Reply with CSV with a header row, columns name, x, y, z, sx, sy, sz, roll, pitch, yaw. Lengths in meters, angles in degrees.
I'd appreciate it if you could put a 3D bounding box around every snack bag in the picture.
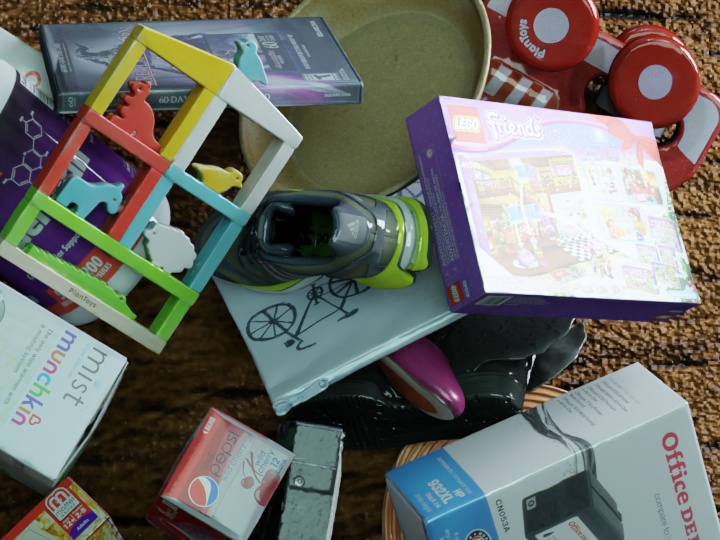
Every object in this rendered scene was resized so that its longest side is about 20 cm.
name,x,y,z,sx,sy,sz,roll,pitch,yaw
snack bag,0.000,0.000,1.619,0.188,0.200,0.021,-27,129,-2

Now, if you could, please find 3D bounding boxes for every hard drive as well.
name,x,y,z,sx,sy,sz,roll,pitch,yaw
hard drive,-0.049,0.202,1.591,0.038,0.140,0.201,9,83,-7

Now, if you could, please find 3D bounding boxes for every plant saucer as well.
name,x,y,z,sx,sy,sz,roll,pitch,yaw
plant saucer,0.009,-0.123,1.661,0.200,0.035,0.201,-16,56,25

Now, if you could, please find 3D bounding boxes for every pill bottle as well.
name,x,y,z,sx,sy,sz,roll,pitch,yaw
pill bottle,-0.227,-0.061,1.546,0.200,0.112,0.113,40,76,-24

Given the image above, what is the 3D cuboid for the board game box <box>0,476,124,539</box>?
name,x,y,z,sx,sy,sz,roll,pitch,yaw
board game box,-0.228,0.247,1.557,0.200,0.152,0.046,-43,61,-13

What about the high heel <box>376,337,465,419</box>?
name,x,y,z,sx,sy,sz,roll,pitch,yaw
high heel,0.039,0.024,1.629,0.096,0.068,0.200,-38,44,-6

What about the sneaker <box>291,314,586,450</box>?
name,x,y,z,sx,sy,sz,roll,pitch,yaw
sneaker,0.056,0.067,1.677,0.199,0.060,0.104,-3,44,16

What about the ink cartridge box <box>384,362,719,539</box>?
name,x,y,z,sx,sy,sz,roll,pitch,yaw
ink cartridge box,0.136,0.173,1.614,0.199,0.084,0.146,-23,114,-12

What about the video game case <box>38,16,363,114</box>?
name,x,y,z,sx,sy,sz,roll,pitch,yaw
video game case,-0.109,-0.138,1.590,0.199,0.143,0.019,-2,114,-12

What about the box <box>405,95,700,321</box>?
name,x,y,z,sx,sy,sz,roll,pitch,yaw
box,0.128,-0.038,1.568,0.199,0.039,0.137,4,66,-39

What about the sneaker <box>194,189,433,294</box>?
name,x,y,z,sx,sy,sz,roll,pitch,yaw
sneaker,-0.046,-0.026,1.557,0.081,0.200,0.074,13,78,-43

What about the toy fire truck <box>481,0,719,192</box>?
name,x,y,z,sx,sy,sz,roll,pitch,yaw
toy fire truck,0.149,-0.114,1.711,0.199,0.112,0.168,30,101,-2

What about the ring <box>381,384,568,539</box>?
name,x,y,z,sx,sy,sz,roll,pitch,yaw
ring,0.113,0.180,1.689,0.199,0.019,0.201,2,81,-10

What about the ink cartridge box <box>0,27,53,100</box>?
name,x,y,z,sx,sy,sz,roll,pitch,yaw
ink cartridge box,-0.319,-0.123,1.639,0.200,0.083,0.147,31,77,-3

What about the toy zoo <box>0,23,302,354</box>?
name,x,y,z,sx,sy,sz,roll,pitch,yaw
toy zoo,-0.126,-0.063,1.510,0.131,0.020,0.200,33,90,-24

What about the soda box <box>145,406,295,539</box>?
name,x,y,z,sx,sy,sz,roll,pitch,yaw
soda box,-0.096,0.143,1.569,0.063,0.200,0.070,30,77,-3

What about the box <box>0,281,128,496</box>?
name,x,y,z,sx,sy,sz,roll,pitch,yaw
box,-0.250,0.061,1.560,0.176,0.200,0.097,32,78,-3
